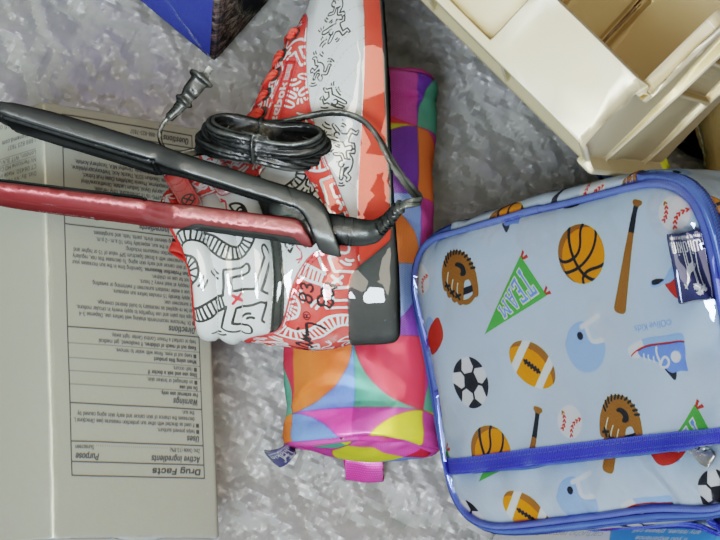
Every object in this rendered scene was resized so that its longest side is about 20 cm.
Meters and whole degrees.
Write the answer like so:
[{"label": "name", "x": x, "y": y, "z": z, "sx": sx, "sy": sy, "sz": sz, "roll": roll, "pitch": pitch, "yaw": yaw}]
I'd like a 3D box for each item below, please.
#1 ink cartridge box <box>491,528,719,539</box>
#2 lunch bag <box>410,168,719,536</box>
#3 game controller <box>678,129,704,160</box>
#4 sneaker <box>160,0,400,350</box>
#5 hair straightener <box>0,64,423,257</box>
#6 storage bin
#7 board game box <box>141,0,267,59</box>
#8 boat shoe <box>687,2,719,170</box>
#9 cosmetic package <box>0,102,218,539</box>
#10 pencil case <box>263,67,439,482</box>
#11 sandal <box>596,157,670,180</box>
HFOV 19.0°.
[{"label": "ink cartridge box", "x": 0.084, "y": 0.203, "z": 0.959, "sx": 0.200, "sy": 0.144, "sz": 0.084, "roll": -48, "pitch": 115, "yaw": -33}, {"label": "lunch bag", "x": 0.114, "y": 0.042, "z": 0.950, "sx": 0.075, "sy": 0.200, "sz": 0.161, "roll": -6, "pitch": 86, "yaw": -41}, {"label": "game controller", "x": 0.256, "y": -0.096, "z": 1.130, "sx": 0.199, "sy": 0.042, "sz": 0.105, "roll": 10, "pitch": 79, "yaw": -6}, {"label": "sneaker", "x": -0.039, "y": -0.063, "z": 0.992, "sx": 0.107, "sy": 0.067, "sz": 0.203, "roll": -3, "pitch": 81, "yaw": 2}, {"label": "hair straightener", "x": -0.069, "y": -0.054, "z": 0.941, "sx": 0.199, "sy": 0.041, "sz": 0.077, "roll": 8, "pitch": 83, "yaw": 8}, {"label": "storage bin", "x": 0.081, "y": -0.144, "z": 0.966, "sx": 0.200, "sy": 0.198, "sz": 0.094, "roll": 47, "pitch": 104, "yaw": 12}, {"label": "board game box", "x": -0.043, "y": -0.227, "z": 1.044, "sx": 0.097, "sy": 0.159, "sz": 0.200, "roll": 39, "pitch": 77, "yaw": 4}, {"label": "boat shoe", "x": 0.203, "y": -0.038, "z": 1.069, "sx": 0.076, "sy": 0.072, "sz": 0.201, "roll": -34, "pitch": 102, "yaw": -27}, {"label": "cosmetic package", "x": -0.129, "y": 0.030, "z": 1.013, "sx": 0.105, "sy": 0.071, "sz": 0.201, "roll": 9, "pitch": 75, "yaw": -44}, {"label": "pencil case", "x": 0.000, "y": 0.000, "z": 1.052, "sx": 0.088, "sy": 0.088, "sz": 0.201, "roll": 3, "pitch": 80, "yaw": -8}, {"label": "sandal", "x": 0.147, "y": 0.026, "z": 1.080, "sx": 0.087, "sy": 0.079, "sz": 0.201, "roll": -26, "pitch": 82, "yaw": 5}]
